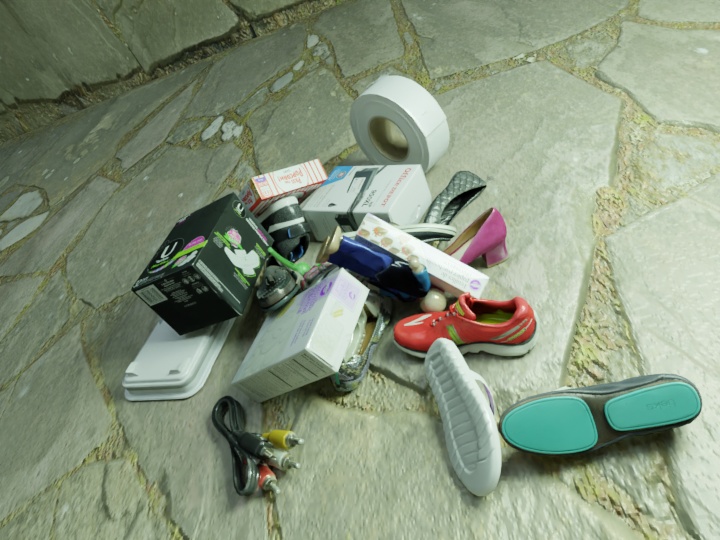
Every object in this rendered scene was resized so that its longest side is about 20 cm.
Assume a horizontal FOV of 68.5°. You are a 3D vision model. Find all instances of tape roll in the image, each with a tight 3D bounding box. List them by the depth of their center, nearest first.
[{"bbox_3d":[0.076,-0.279,1.053,0.202,0.203,0.071,19,55,43],"label":"tape roll"}]

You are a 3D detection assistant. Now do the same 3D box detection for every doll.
[{"bbox_3d":[0.037,0.007,0.762,0.136,0.200,0.049,-39,27,61],"label":"doll"}]

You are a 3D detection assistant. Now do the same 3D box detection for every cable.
[{"bbox_3d":[-0.155,0.242,0.727,0.200,0.050,0.097,9,65,53],"label":"cable"}]

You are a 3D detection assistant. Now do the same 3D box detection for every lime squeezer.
[{"bbox_3d":[-0.079,-0.008,0.915,0.071,0.200,0.038,-48,56,40],"label":"lime squeezer"}]

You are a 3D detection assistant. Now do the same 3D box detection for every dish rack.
[{"bbox_3d":[-0.324,0.132,0.933,0.171,0.044,0.200,-8,40,23],"label":"dish rack"}]

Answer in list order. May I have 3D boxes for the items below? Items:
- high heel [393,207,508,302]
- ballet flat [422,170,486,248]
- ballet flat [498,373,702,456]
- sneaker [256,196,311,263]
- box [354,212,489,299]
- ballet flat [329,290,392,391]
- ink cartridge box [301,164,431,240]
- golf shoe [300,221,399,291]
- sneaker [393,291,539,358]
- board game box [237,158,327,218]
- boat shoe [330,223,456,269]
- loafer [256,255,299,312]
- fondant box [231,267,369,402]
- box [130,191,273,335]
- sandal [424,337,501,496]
[{"bbox_3d":[0.130,-0.022,0.807,0.200,0.096,0.067,-21,38,7],"label":"high heel"},{"bbox_3d":[0.157,-0.105,0.916,0.057,0.067,0.200,21,58,24],"label":"ballet flat"},{"bbox_3d":[0.249,0.152,0.564,0.200,0.073,0.073,-16,39,14],"label":"ballet flat"},{"bbox_3d":[-0.169,-0.055,1.042,0.073,0.112,0.200,-21,-5,-38],"label":"sneaker"},{"bbox_3d":[0.086,-0.017,0.768,0.200,0.041,0.039,28,75,3],"label":"box"},{"bbox_3d":[0.000,0.081,0.785,0.072,0.072,0.200,-4,43,27],"label":"ballet flat"},{"bbox_3d":[0.014,-0.127,1.006,0.200,0.084,0.145,6,48,34],"label":"ink cartridge box"},{"bbox_3d":[0.000,0.000,0.884,0.200,0.073,0.092,-37,48,-2],"label":"golf shoe"},{"bbox_3d":[0.135,0.065,0.711,0.200,0.085,0.077,-8,40,23],"label":"sneaker"},{"bbox_3d":[-0.176,-0.141,1.044,0.151,0.046,0.200,-25,-3,-34],"label":"board game box"},{"bbox_3d":[0.052,-0.039,0.828,0.200,0.062,0.075,-9,2,-6],"label":"boat shoe"},{"bbox_3d":[-0.147,0.018,0.885,0.072,0.063,0.200,-34,11,0],"label":"loafer"},{"bbox_3d":[-0.088,0.097,0.759,0.200,0.058,0.144,-29,28,43],"label":"fondant box"},{"bbox_3d":[-0.266,-0.013,0.922,0.148,0.124,0.200,-18,35,26],"label":"box"},{"bbox_3d":[0.131,0.161,0.626,0.050,0.083,0.203,11,40,-23],"label":"sandal"}]
